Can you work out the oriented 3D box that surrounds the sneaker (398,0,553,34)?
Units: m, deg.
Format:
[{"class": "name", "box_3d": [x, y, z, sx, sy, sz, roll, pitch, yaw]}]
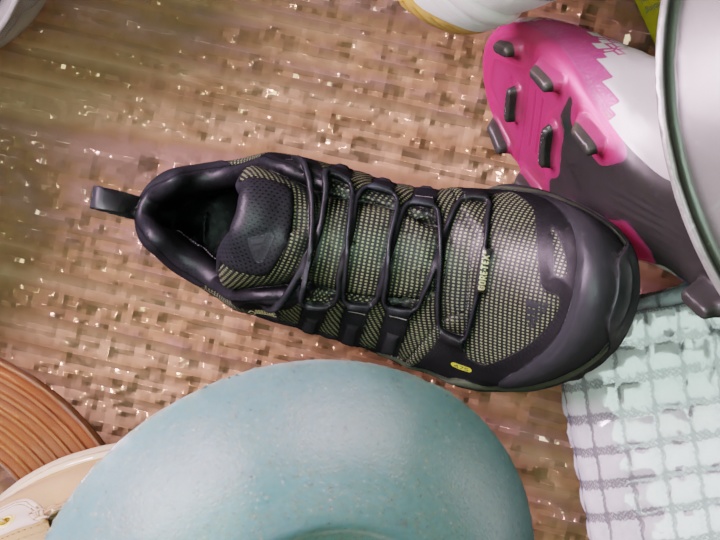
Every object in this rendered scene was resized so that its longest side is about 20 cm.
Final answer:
[{"class": "sneaker", "box_3d": [0.047, -0.187, 1.043, 0.088, 0.076, 0.200, -15, 85, 39]}]

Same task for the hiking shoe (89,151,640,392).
[{"class": "hiking shoe", "box_3d": [0.000, 0.000, 1.045, 0.200, 0.101, 0.076, 7, 92, 38]}]

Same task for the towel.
[{"class": "towel", "box_3d": [0.179, 0.073, 1.076, 0.200, 0.086, 0.166, -12, 88, 6]}]

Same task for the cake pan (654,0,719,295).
[{"class": "cake pan", "box_3d": [0.180, -0.052, 0.966, 0.200, 0.037, 0.200, 8, 77, -35]}]

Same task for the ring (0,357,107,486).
[{"class": "ring", "box_3d": [-0.179, 0.113, 1.126, 0.200, 0.019, 0.200, 0, 109, 0]}]

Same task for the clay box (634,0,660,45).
[{"class": "clay box", "box_3d": [0.133, -0.142, 1.053, 0.048, 0.115, 0.200, -24, 89, -36]}]

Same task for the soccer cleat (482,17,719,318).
[{"class": "soccer cleat", "box_3d": [0.121, -0.035, 1.051, 0.086, 0.200, 0.070, -19, 128, -25]}]

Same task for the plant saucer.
[{"class": "plant saucer", "box_3d": [-0.022, 0.130, 1.070, 0.201, 0.039, 0.201, -9, 117, -19]}]

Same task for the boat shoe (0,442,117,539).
[{"class": "boat shoe", "box_3d": [-0.132, 0.125, 1.083, 0.200, 0.069, 0.074, -24, 109, 8]}]

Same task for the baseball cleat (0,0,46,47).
[{"class": "baseball cleat", "box_3d": [-0.110, -0.168, 1.081, 0.070, 0.106, 0.200, 16, 100, -8]}]
